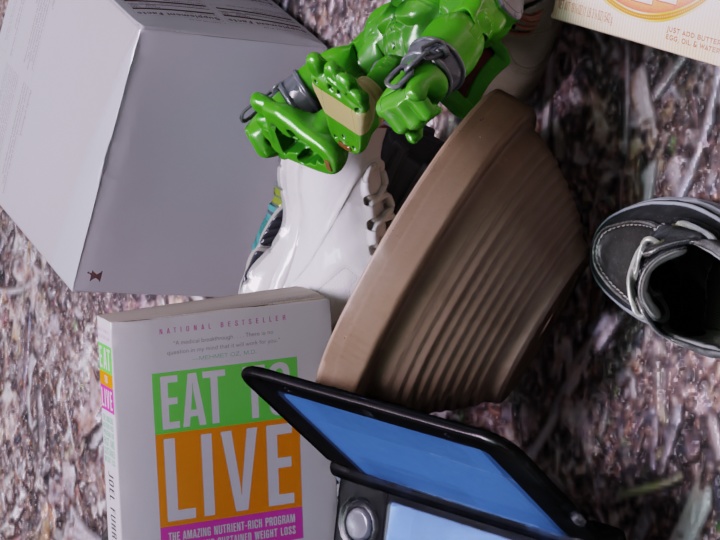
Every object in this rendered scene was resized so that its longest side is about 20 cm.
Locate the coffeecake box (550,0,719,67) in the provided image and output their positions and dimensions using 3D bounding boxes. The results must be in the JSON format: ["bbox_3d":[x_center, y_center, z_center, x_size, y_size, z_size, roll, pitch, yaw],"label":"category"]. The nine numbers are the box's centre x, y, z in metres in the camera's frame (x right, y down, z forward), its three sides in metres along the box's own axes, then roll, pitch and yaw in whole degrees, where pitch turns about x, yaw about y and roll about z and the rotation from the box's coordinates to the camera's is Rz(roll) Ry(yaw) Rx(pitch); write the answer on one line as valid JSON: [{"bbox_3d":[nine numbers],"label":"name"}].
[{"bbox_3d":[0.185,-0.211,1.296,0.153,0.073,0.201,26,108,56],"label":"coffeecake box"}]

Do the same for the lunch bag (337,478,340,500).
[{"bbox_3d":[0.016,0.186,1.524,0.160,0.075,0.201,4,90,58],"label":"lunch bag"}]

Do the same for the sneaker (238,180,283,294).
[{"bbox_3d":[-0.026,-0.047,1.632,0.080,0.077,0.201,-115,43,-66],"label":"sneaker"}]

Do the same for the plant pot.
[{"bbox_3d":[0.064,0.008,1.409,0.092,0.201,0.201,31,121,9],"label":"plant pot"}]

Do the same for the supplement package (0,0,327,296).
[{"bbox_3d":[-0.149,-0.110,1.738,0.200,0.146,0.192,44,123,49],"label":"supplement package"}]

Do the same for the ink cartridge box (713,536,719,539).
[{"bbox_3d":[0.180,0.249,1.220,0.145,0.084,0.201,37,120,28],"label":"ink cartridge box"}]

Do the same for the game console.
[{"bbox_3d":[0.029,0.152,1.367,0.199,0.116,0.177,14,100,43],"label":"game console"}]

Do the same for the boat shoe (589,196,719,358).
[{"bbox_3d":[0.171,0.003,1.302,0.200,0.071,0.073,18,103,57],"label":"boat shoe"}]

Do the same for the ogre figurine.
[{"bbox_3d":[0.016,-0.110,1.375,0.098,0.120,0.200,45,158,4],"label":"ogre figurine"}]

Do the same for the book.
[{"bbox_3d":[-0.082,0.118,1.459,0.048,0.133,0.201,-160,65,-64],"label":"book"}]

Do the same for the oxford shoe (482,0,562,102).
[{"bbox_3d":[0.080,-0.157,1.404,0.201,0.070,0.074,90,-176,-46],"label":"oxford shoe"}]

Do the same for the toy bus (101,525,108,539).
[{"bbox_3d":[-0.129,0.231,1.718,0.192,0.135,0.201,-149,68,-71],"label":"toy bus"}]

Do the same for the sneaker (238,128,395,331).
[{"bbox_3d":[-0.007,-0.028,1.503,0.087,0.074,0.201,26,116,25],"label":"sneaker"}]

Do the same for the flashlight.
[{"bbox_3d":[0.000,0.000,1.574,0.201,0.067,0.068,-66,31,30],"label":"flashlight"}]
